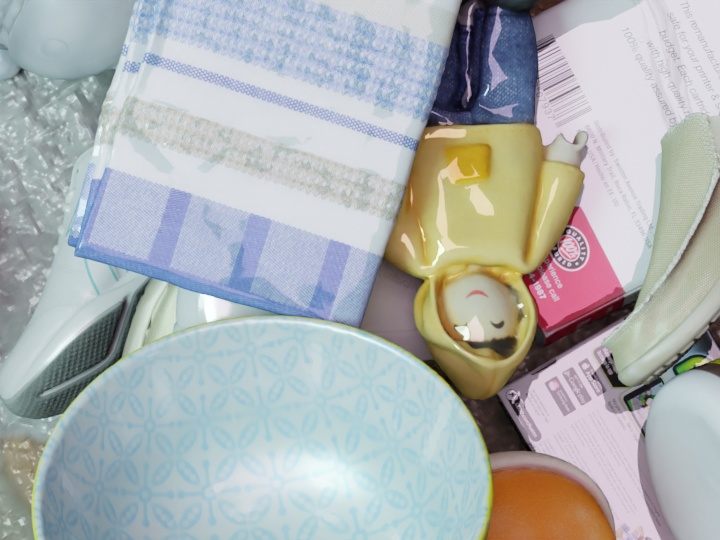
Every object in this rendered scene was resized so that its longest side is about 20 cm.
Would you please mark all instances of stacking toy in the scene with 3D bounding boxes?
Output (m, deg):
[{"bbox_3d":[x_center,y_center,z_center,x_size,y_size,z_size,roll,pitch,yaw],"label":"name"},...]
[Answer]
[{"bbox_3d":[0.093,0.188,1.322,0.146,0.146,0.200,-40,40,-2],"label":"stacking toy"}]

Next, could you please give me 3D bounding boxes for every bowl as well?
[{"bbox_3d":[-0.041,0.129,1.290,0.200,0.108,0.200,-1,48,2],"label":"bowl"}]

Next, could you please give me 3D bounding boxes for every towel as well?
[{"bbox_3d":[-0.041,-0.083,1.329,0.147,0.024,0.200,17,87,-5],"label":"towel"}]

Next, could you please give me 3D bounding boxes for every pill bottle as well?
[{"bbox_3d":[0.243,0.072,1.382,0.200,0.109,0.109,-19,81,-24],"label":"pill bottle"}]

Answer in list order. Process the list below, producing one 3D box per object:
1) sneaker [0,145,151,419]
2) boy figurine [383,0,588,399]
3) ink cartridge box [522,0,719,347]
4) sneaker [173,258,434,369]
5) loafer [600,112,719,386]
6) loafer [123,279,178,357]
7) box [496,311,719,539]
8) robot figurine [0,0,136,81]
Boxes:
[{"bbox_3d":[-0.121,-0.013,1.470,0.080,0.070,0.200,36,85,26],"label":"sneaker"},{"bbox_3d":[0.047,-0.041,1.367,0.124,0.064,0.200,4,80,-14],"label":"boy figurine"},{"bbox_3d":[0.146,-0.071,1.443,0.200,0.083,0.145,-27,82,-1],"label":"ink cartridge box"},{"bbox_3d":[0.000,0.000,1.399,0.073,0.200,0.085,10,100,48],"label":"sneaker"},{"bbox_3d":[0.165,-0.036,1.362,0.068,0.076,0.200,33,79,5],"label":"loafer"},{"bbox_3d":[-0.083,0.067,1.433,0.068,0.076,0.200,28,94,29],"label":"loafer"},{"bbox_3d":[0.164,0.120,1.441,0.110,0.035,0.200,-30,81,0],"label":"box"},{"bbox_3d":[-0.170,-0.175,1.464,0.200,0.113,0.170,41,127,8],"label":"robot figurine"}]
